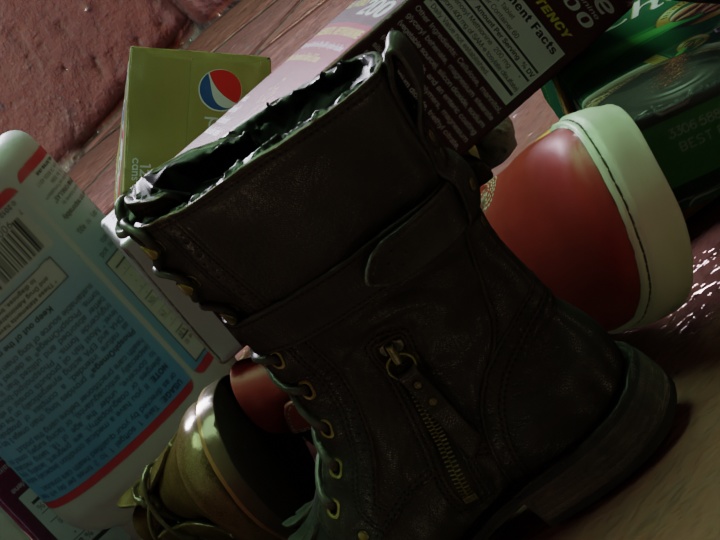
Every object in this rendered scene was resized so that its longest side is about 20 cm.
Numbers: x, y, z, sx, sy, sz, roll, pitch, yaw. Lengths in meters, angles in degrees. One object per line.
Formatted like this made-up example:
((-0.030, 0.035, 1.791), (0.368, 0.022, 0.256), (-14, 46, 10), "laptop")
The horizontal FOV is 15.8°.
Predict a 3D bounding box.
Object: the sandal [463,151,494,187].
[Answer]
((0.000, 0.000, 1.062), (0.082, 0.055, 0.200), (-46, -5, -19), "sandal")

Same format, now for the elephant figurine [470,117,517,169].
((0.003, -0.053, 1.222), (0.141, 0.156, 0.200), (-31, 4, 3), "elephant figurine")

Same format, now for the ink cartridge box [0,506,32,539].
((-0.221, 0.127, 1.183), (0.104, 0.200, 0.059), (-45, 10, -18), "ink cartridge box")

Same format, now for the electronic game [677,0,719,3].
((0.193, -0.131, 0.925), (0.199, 0.042, 0.200), (-13, 16, 4), "electronic game")

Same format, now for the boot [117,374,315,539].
((-0.055, 0.088, 0.984), (0.075, 0.074, 0.200), (-25, -7, 0), "boot")

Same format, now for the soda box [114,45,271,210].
((-0.081, -0.043, 1.204), (0.200, 0.064, 0.068), (119, 154, -77), "soda box")

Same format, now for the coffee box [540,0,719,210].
((0.133, -0.083, 0.987), (0.122, 0.044, 0.200), (-23, 18, 3), "coffee box")

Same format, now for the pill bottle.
((-0.124, 0.043, 1.160), (0.109, 0.200, 0.109), (-41, 10, 9), "pill bottle")

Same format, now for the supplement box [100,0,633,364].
((-0.001, -0.057, 0.971), (0.200, 0.061, 0.109), (-41, 11, -4), "supplement box")

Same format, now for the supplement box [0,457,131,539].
((-0.159, 0.045, 1.287), (0.103, 0.200, 0.131), (-42, 10, 5), "supplement box")

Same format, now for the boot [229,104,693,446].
((0.028, 0.012, 0.897), (0.144, 0.073, 0.200), (-22, -10, -13), "boot")

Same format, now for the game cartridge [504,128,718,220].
((0.113, -0.047, 1.122), (0.176, 0.032, 0.200), (-38, 9, 29), "game cartridge")

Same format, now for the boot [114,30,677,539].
((-0.014, 0.030, 0.834), (0.200, 0.174, 0.069), (-38, 25, 20), "boot")
